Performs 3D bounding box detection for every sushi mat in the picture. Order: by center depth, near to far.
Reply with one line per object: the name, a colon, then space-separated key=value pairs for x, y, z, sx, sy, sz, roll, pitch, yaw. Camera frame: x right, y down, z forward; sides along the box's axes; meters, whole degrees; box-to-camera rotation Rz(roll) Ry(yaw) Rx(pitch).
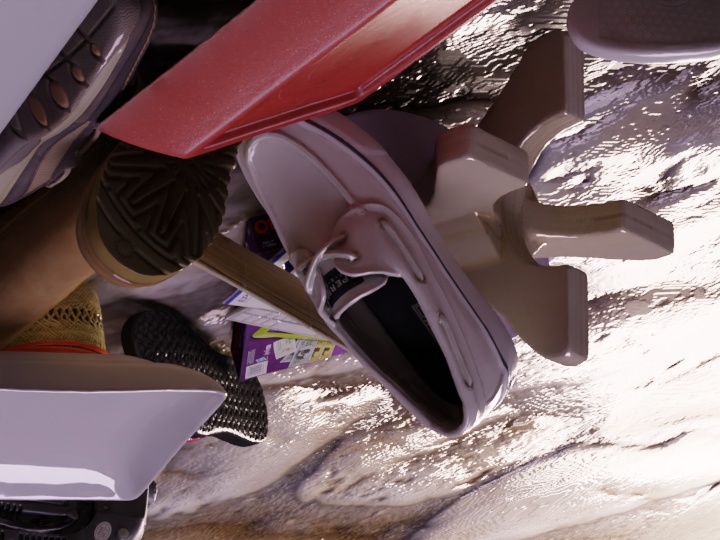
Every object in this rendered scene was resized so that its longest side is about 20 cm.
sushi mat: x=-0.032 y=0.018 z=1.547 sx=0.012 sy=0.199 sz=0.096 roll=-58 pitch=-167 yaw=7

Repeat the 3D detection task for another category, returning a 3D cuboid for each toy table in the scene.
toy table: x=0.070 y=-0.029 z=1.558 sx=0.117 sy=0.185 sz=0.200 roll=-16 pitch=166 yaw=39

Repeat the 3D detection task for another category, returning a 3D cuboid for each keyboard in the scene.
keyboard: x=-0.003 y=0.030 z=1.775 sx=0.056 sy=0.011 sz=0.200 roll=-31 pitch=156 yaw=27

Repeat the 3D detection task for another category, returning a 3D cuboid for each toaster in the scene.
toaster: x=-0.231 y=0.136 z=1.763 sx=0.199 sy=0.114 sz=0.129 roll=8 pitch=153 yaw=-17

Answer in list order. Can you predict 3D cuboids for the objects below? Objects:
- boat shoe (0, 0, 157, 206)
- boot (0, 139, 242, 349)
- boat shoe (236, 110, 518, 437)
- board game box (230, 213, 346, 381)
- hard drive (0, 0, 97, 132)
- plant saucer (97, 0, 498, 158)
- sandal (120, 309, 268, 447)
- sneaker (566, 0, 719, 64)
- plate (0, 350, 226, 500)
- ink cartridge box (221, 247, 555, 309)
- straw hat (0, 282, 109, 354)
boat shoe: x=-0.144 y=-0.093 z=1.373 sx=0.073 sy=0.075 sz=0.200 roll=-18 pitch=168 yaw=-38
boot: x=-0.147 y=-0.008 z=1.464 sx=0.200 sy=0.066 sz=0.175 roll=-36 pitch=-165 yaw=35
boat shoe: x=0.000 y=0.000 z=1.470 sx=0.072 sy=0.200 sz=0.066 roll=-30 pitch=-170 yaw=32
board game box: x=-0.016 y=0.006 z=1.754 sx=0.119 sy=0.032 sz=0.200 roll=-11 pitch=158 yaw=-11
hard drive: x=-0.154 y=-0.135 z=1.215 sx=0.132 sy=0.026 sz=0.200 roll=5 pitch=131 yaw=-52
plant saucer: x=0.002 y=-0.118 z=1.367 sx=0.199 sy=0.037 sz=0.200 roll=-34 pitch=174 yaw=34
sandal: x=-0.111 y=0.076 z=1.796 sx=0.045 sy=0.076 sz=0.200 roll=-13 pitch=163 yaw=15
sneaker: x=0.195 y=-0.126 z=1.539 sx=0.199 sy=0.071 sz=0.099 roll=-15 pitch=154 yaw=-19
plate: x=-0.192 y=0.082 z=1.561 sx=0.199 sy=0.032 sz=0.200 roll=2 pitch=159 yaw=-19
ink cartridge box: x=0.018 y=-0.008 z=1.663 sx=0.199 sy=0.037 sz=0.095 roll=5 pitch=144 yaw=-44
straw hat: x=-0.191 y=0.044 z=1.631 sx=0.200 sy=0.086 sz=0.201 roll=-4 pitch=159 yaw=-2
